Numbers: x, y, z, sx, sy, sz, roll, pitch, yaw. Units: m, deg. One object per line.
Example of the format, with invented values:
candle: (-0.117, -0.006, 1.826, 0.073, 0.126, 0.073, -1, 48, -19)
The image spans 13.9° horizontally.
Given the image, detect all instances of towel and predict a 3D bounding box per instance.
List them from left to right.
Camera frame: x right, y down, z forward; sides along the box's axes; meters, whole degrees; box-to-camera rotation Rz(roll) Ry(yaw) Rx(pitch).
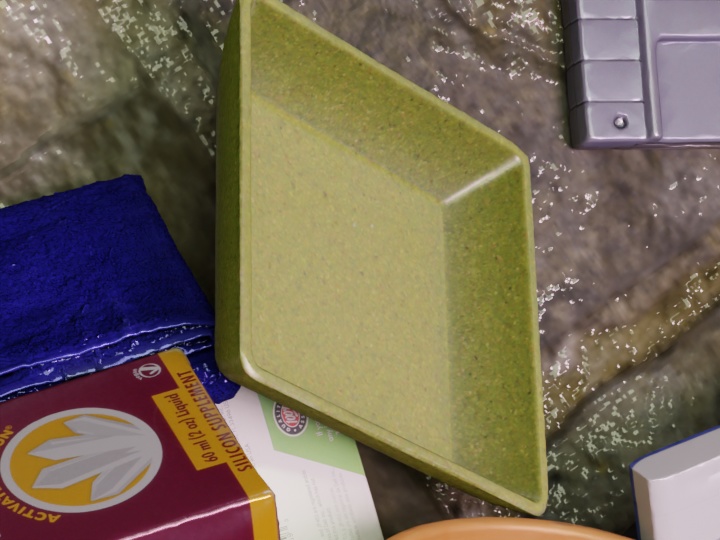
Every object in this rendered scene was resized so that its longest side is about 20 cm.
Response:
towel: (-0.166, 0.025, 1.306, 0.200, 0.050, 0.148, -16, 48, -18)

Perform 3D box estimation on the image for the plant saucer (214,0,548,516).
plant saucer: (0.000, 0.000, 1.336, 0.200, 0.048, 0.200, 28, 48, -40)

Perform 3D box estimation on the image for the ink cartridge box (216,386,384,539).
ink cartridge box: (-0.098, 0.119, 1.333, 0.200, 0.067, 0.117, -14, 84, -17)

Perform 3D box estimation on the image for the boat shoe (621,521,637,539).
boat shoe: (0.121, 0.174, 1.388, 0.201, 0.063, 0.074, -42, 126, -9)

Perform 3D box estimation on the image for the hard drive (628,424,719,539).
hard drive: (0.194, 0.156, 1.369, 0.132, 0.025, 0.200, -20, 118, -20)

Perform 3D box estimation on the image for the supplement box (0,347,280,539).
supplement box: (-0.143, 0.120, 1.216, 0.200, 0.110, 0.086, -17, 129, -17)

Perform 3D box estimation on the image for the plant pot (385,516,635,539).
plant pot: (0.081, 0.212, 1.247, 0.200, 0.200, 0.140, 6, 113, -14)

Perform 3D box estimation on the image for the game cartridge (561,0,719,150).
game cartridge: (0.198, -0.125, 1.473, 0.200, 0.038, 0.130, -2, 85, -15)
